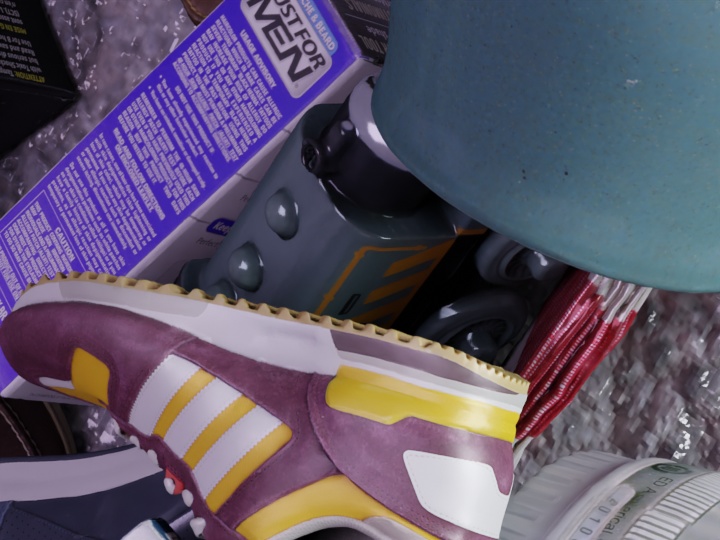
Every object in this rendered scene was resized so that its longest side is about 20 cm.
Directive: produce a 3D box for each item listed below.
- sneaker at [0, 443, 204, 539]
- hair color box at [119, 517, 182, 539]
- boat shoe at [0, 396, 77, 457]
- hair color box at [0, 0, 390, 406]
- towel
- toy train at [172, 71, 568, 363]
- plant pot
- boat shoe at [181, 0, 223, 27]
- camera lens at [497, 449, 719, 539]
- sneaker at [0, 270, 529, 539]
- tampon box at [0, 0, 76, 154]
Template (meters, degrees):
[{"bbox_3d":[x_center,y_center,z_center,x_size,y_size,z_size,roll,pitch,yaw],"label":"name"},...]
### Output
[{"bbox_3d":[-0.073,0.132,0.855,0.201,0.077,0.147,-12,57,24],"label":"sneaker"},{"bbox_3d":[-0.040,0.186,0.780,0.100,0.061,0.200,-39,86,-2],"label":"hair color box"},{"bbox_3d":[-0.190,0.037,0.985,0.072,0.072,0.201,-24,116,22],"label":"boat shoe"},{"bbox_3d":[-0.051,-0.030,0.938,0.200,0.109,0.065,-40,64,23],"label":"hair color box"},{"bbox_3d":[0.048,0.055,0.856,0.023,0.144,0.201,34,106,0],"label":"towel"},{"bbox_3d":[0.000,0.000,0.875,0.200,0.113,0.086,-53,53,45],"label":"toy train"},{"bbox_3d":[0.095,-0.105,0.723,0.200,0.199,0.189,36,118,30],"label":"plant pot"},{"bbox_3d":[-0.005,-0.165,0.945,0.200,0.067,0.072,-40,66,24],"label":"boat shoe"},{"bbox_3d":[0.134,0.156,0.772,0.199,0.160,0.161,20,96,32],"label":"camera lens"},{"bbox_3d":[-0.044,0.057,0.792,0.199,0.075,0.091,8,80,35],"label":"sneaker"},{"bbox_3d":[-0.243,-0.129,1.060,0.149,0.126,0.201,-33,69,27],"label":"tampon box"}]
